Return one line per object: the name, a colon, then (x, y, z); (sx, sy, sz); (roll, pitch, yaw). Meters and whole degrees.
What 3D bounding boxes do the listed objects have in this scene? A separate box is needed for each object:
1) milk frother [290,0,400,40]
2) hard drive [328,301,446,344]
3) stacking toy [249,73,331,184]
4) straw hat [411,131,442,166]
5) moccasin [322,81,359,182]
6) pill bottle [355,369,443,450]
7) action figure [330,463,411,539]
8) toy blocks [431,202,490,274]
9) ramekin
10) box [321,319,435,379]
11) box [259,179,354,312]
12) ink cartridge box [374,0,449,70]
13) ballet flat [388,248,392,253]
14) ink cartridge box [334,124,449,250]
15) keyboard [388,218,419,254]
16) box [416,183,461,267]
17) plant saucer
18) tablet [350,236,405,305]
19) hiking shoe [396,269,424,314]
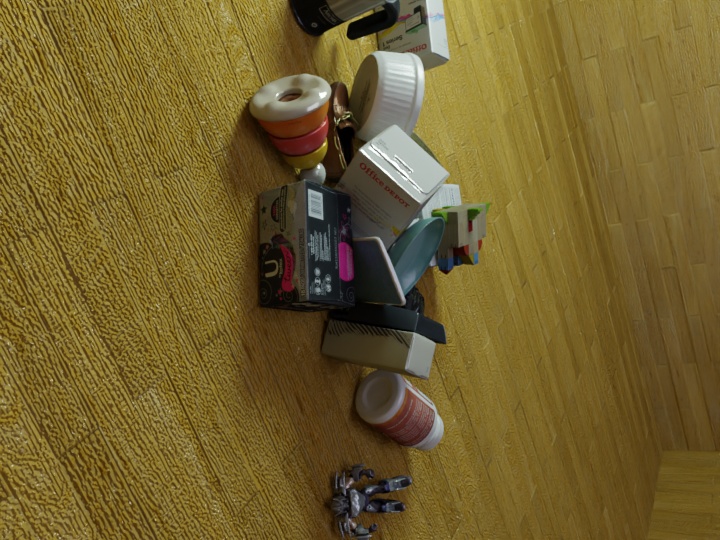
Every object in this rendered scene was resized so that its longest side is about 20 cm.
milk frother: (-0.018, -0.582, 1.302); (0.180, 0.186, 0.203); (6, 77, -55)
hard drive: (0.053, 0.096, 1.234); (0.134, 0.198, 0.043); (27, 74, -50)
stacking toy: (-0.108, -0.233, 1.181); (0.147, 0.144, 0.202); (-60, 149, -42)
straw hat: (0.097, -0.248, 1.475); (0.085, 0.201, 0.201); (-45, 131, 1)
moccasin: (-0.037, -0.277, 1.300); (0.073, 0.077, 0.204); (23, 64, -51)
pill bottle: (0.085, 0.286, 1.319); (0.200, 0.111, 0.113); (44, 49, -41)
action figure: (0.013, 0.424, 1.224); (0.199, 0.069, 0.132); (12, 78, -51)
toy blocks: (0.226, -0.071, 1.453); (0.199, 0.099, 0.139); (-20, 110, -54)
ramekin: (0.046, -0.350, 1.344); (0.093, 0.202, 0.205); (8, 74, -22)
box: (0.030, 0.141, 1.189); (0.082, 0.198, 0.069); (30, 71, -49)
box: (-0.095, -0.036, 1.132); (0.131, 0.114, 0.203); (11, 72, -52)
ink cartridge box: (0.116, -0.570, 1.530); (0.084, 0.143, 0.203); (-2, 84, -54)
ballet flat: (0.027, -0.031, 1.342); (0.199, 0.072, 0.069); (-29, 111, -54)
ink cartridge box: (0.039, -0.135, 1.232); (0.147, 0.200, 0.145); (41, 42, 2)
keyboard: (0.058, -0.020, 1.314); (0.201, 0.011, 0.056); (-52, 163, -21)
box: (0.152, -0.101, 1.510); (0.199, 0.104, 0.187); (-7, 89, -55)
plant saucer: (0.094, -0.025, 1.287); (0.200, 0.036, 0.201); (-47, 158, -25)
tablet: (0.000, 0.000, 1.192); (0.014, 0.199, 0.131); (-32, 108, -30)
hiking shoe: (0.095, 0.059, 1.434); (0.101, 0.075, 0.203); (-32, 118, -63)
